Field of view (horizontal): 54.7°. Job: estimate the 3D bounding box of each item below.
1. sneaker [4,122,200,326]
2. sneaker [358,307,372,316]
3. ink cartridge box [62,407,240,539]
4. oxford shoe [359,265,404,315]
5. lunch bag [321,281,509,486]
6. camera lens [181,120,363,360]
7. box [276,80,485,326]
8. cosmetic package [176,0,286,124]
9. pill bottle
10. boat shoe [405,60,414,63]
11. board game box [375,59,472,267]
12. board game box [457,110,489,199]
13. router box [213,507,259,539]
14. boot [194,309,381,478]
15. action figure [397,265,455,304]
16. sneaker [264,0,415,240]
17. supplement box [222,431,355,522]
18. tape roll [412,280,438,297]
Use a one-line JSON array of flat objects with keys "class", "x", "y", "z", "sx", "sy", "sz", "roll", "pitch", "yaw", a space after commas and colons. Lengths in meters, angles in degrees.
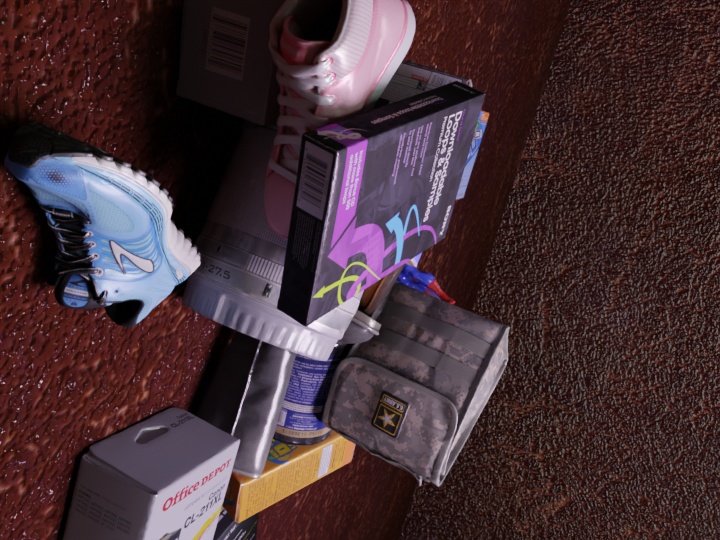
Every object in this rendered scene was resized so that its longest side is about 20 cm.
[{"class": "sneaker", "x": -0.170, "y": -0.015, "z": 0.462, "sx": 0.090, "sy": 0.078, "sz": 0.200, "roll": -60, "pitch": 161, "yaw": -19}, {"class": "sneaker", "x": 0.011, "y": 0.057, "z": 0.935, "sx": 0.090, "sy": 0.076, "sz": 0.202, "roll": -6, "pitch": 120, "yaw": -43}, {"class": "ink cartridge box", "x": -0.203, "y": 0.252, "z": 0.654, "sx": 0.146, "sy": 0.082, "sz": 0.202, "roll": -17, "pitch": 126, "yaw": -69}, {"class": "oxford shoe", "x": 0.000, "y": 0.000, "z": 0.747, "sx": 0.072, "sy": 0.071, "sz": 0.200, "roll": -54, "pitch": -173, "yaw": -8}, {"class": "lunch bag", "x": 0.065, "y": 0.137, "z": 0.839, "sx": 0.201, "sy": 0.163, "sz": 0.118, "roll": -58, "pitch": 155, "yaw": -22}, {"class": "camera lens", "x": -0.059, "y": -0.037, "z": 0.641, "sx": 0.160, "sy": 0.159, "sz": 0.202, "roll": 34, "pitch": 77, "yaw": -73}, {"class": "box", "x": 0.021, "y": -0.058, "z": 0.540, "sx": 0.200, "sy": 0.036, "sz": 0.144, "roll": -33, "pitch": 144, "yaw": -46}, {"class": "cosmetic package", "x": -0.059, "y": -0.201, "z": 0.588, "sx": 0.200, "sy": 0.089, "sz": 0.108, "roll": -47, "pitch": 153, "yaw": -60}, {"class": "pill bottle", "x": -0.067, "y": 0.107, "z": 0.876, "sx": 0.112, "sy": 0.111, "sz": 0.202, "roll": -33, "pitch": 141, "yaw": -64}, {"class": "boat shoe", "x": 0.080, "y": -0.180, "z": 0.912, "sx": 0.201, "sy": 0.062, "sz": 0.075, "roll": 66, "pitch": 24, "yaw": -8}, {"class": "board game box", "x": 0.023, "y": -0.131, "z": 0.800, "sx": 0.202, "sy": 0.158, "sz": 0.097, "roll": -67, "pitch": 163, "yaw": -7}, {"class": "board game box", "x": 0.092, "y": -0.120, "z": 0.720, "sx": 0.200, "sy": 0.019, "sz": 0.104, "roll": -23, "pitch": 133, "yaw": -67}, {"class": "router box", "x": -0.198, "y": 0.375, "z": 0.873, "sx": 0.200, "sy": 0.051, "sz": 0.150, "roll": -43, "pitch": 147, "yaw": -58}, {"class": "boot", "x": -0.085, "y": 0.119, "z": 0.735, "sx": 0.073, "sy": 0.180, "sz": 0.202, "roll": 40, "pitch": 66, "yaw": -58}, {"class": "action figure", "x": 0.032, "y": -0.003, "z": 0.978, "sx": 0.099, "sy": 0.201, "sz": 0.065, "roll": -29, "pitch": 163, "yaw": -30}, {"class": "sneaker", "x": -0.038, "y": -0.117, "z": 0.497, "sx": 0.104, "sy": 0.075, "sz": 0.202, "roll": 3, "pitch": 116, "yaw": -61}, {"class": "supplement box", "x": -0.096, "y": 0.244, "z": 0.907, "sx": 0.199, "sy": 0.066, "sz": 0.069, "roll": -18, "pitch": 130, "yaw": -42}, {"class": "tape roll", "x": 0.044, "y": 0.109, "z": 1.089, "sx": 0.200, "sy": 0.084, "sz": 0.202, "roll": -38, "pitch": -134, "yaw": 53}]
